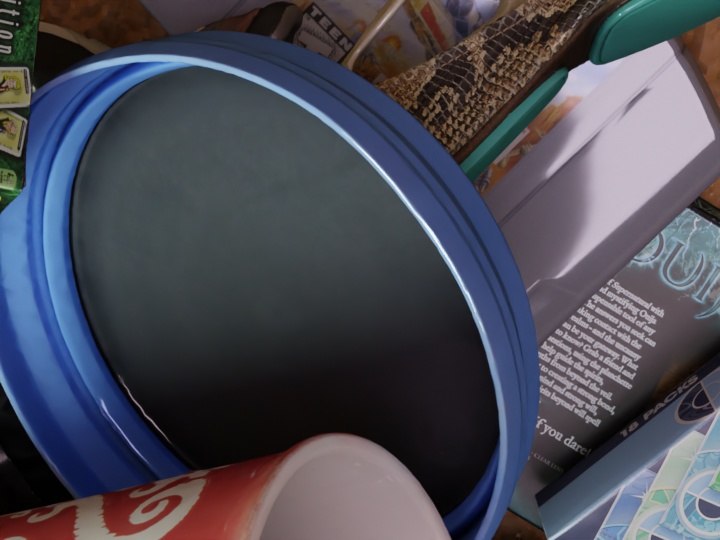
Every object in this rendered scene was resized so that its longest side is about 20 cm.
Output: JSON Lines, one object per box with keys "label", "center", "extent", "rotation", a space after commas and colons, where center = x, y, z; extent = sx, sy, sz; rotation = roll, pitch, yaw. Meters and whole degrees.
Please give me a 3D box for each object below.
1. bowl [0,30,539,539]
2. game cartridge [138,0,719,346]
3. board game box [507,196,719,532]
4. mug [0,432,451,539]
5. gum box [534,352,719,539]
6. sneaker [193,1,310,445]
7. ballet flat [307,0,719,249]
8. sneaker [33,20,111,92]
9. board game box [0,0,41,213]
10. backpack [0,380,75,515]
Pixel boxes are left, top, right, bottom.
{"label": "bowl", "center": [-0.032, 0.018, 0.882], "extent": [0.200, 0.039, 0.202], "rotation": [17, 125, 27]}
{"label": "game cartridge", "center": [0.028, -0.079, 0.973], "extent": [0.200, 0.042, 0.133], "rotation": [45, 108, -2]}
{"label": "board game box", "center": [0.133, 0.058, 1.031], "extent": [0.199, 0.028, 0.136], "rotation": [32, 104, -8]}
{"label": "mug", "center": [-0.072, 0.146, 0.852], "extent": [0.199, 0.134, 0.178], "rotation": [-11, 120, 30]}
{"label": "gum box", "center": [0.190, 0.107, 1.005], "extent": [0.170, 0.045, 0.200], "rotation": [-38, 106, 9]}
{"label": "sneaker", "center": [0.000, 0.000, 0.938], "extent": [0.082, 0.077, 0.200], "rotation": [-30, 100, 25]}
{"label": "ballet flat", "center": [0.058, -0.084, 0.905], "extent": [0.200, 0.068, 0.075], "rotation": [-35, 81, -13]}
{"label": "sneaker", "center": [-0.157, -0.057, 0.970], "extent": [0.199, 0.088, 0.076], "rotation": [19, 104, -7]}
{"label": "board game box", "center": [-0.121, -0.105, 0.898], "extent": [0.023, 0.105, 0.201], "rotation": [12, 70, -23]}
{"label": "backpack", "center": [-0.158, 0.089, 0.994], "extent": [0.166, 0.127, 0.201], "rotation": [-32, 104, -2]}
